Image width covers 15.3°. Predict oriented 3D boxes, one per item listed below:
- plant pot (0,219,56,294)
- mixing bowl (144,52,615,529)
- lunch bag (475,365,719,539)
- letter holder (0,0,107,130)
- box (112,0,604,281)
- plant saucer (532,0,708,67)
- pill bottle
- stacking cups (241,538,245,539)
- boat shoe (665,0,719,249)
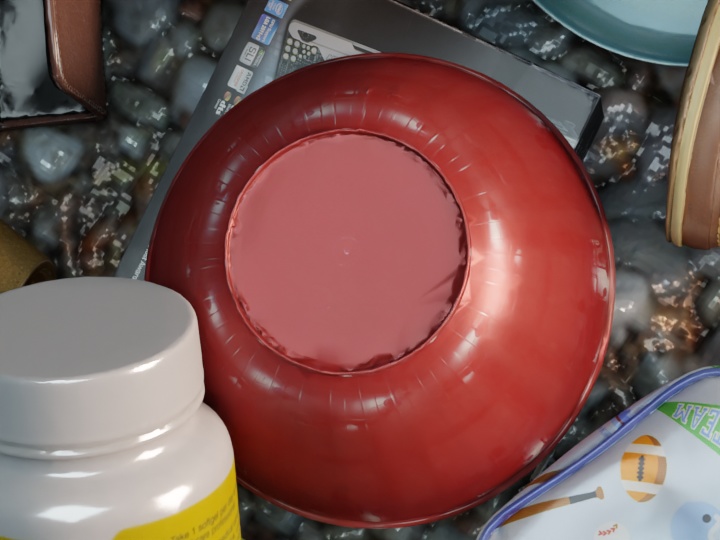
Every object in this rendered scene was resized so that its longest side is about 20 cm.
[{"bbox_3d":[-0.236,0.008,1.111,0.200,0.186,0.187,18,85,8],"label":"plant pot"},{"bbox_3d":[0.000,0.000,1.066,0.200,0.108,0.201,-1,82,8],"label":"mixing bowl"},{"bbox_3d":[0.144,0.145,1.094,0.160,0.076,0.200,-38,80,4],"label":"lunch bag"},{"bbox_3d":[-0.178,-0.170,1.147,0.100,0.142,0.200,-5,81,7],"label":"letter holder"},{"bbox_3d":[-0.008,-0.015,1.148,0.158,0.050,0.200,26,86,10],"label":"box"},{"bbox_3d":[0.148,-0.184,1.163,0.200,0.027,0.201,-1,82,8],"label":"plant saucer"},{"bbox_3d":[-0.102,0.112,1.039,0.114,0.114,0.200,0,113,8],"label":"pill bottle"},{"bbox_3d":[-0.094,0.125,1.139,0.200,0.061,0.061,22,86,13],"label":"stacking cups"},{"bbox_3d":[0.177,-0.100,1.097,0.067,0.072,0.200,19,82,12],"label":"boat shoe"}]
